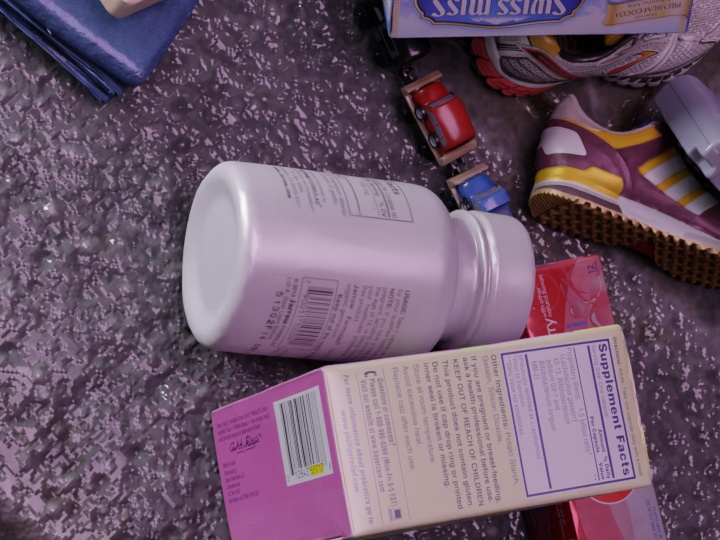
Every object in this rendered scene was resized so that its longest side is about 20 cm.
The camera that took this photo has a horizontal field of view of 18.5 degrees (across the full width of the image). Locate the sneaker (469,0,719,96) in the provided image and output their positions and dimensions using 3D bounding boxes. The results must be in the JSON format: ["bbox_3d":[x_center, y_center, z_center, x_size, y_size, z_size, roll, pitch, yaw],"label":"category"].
[{"bbox_3d":[0.177,-0.163,1.493,0.199,0.082,0.078,-16,86,-28],"label":"sneaker"}]

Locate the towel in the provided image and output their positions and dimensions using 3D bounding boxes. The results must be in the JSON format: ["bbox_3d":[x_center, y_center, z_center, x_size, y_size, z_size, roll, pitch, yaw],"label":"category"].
[{"bbox_3d":[-0.193,-0.203,1.348,0.200,0.048,0.112,39,63,-11],"label":"towel"}]

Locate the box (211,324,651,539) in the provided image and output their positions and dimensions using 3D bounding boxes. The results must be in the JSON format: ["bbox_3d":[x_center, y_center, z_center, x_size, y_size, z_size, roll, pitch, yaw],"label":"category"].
[{"bbox_3d":[0.038,0.104,1.315,0.199,0.176,0.097,-6,81,-26],"label":"box"}]

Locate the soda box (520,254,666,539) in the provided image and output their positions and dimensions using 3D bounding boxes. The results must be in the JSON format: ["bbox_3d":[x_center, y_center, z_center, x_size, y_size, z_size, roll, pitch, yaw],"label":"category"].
[{"bbox_3d":[0.135,0.096,1.425,0.070,0.063,0.201,-10,83,-26],"label":"soda box"}]

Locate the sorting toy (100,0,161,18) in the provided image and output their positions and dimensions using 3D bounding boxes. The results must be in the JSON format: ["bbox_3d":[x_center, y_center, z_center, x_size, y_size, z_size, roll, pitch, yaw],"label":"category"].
[{"bbox_3d":[-0.119,-0.283,1.354,0.198,0.070,0.201,-31,86,-40],"label":"sorting toy"}]

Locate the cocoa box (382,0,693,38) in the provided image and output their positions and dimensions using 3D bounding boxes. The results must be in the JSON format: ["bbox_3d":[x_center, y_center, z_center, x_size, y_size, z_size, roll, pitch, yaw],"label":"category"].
[{"bbox_3d":[0.110,-0.237,1.399,0.198,0.132,0.134,-2,43,-7],"label":"cocoa box"}]

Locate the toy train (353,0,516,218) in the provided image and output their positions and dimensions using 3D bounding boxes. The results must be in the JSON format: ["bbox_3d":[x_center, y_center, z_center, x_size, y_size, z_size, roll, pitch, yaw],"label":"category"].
[{"bbox_3d":[0.054,-0.096,1.440,0.034,0.046,0.201,-26,90,-27],"label":"toy train"}]

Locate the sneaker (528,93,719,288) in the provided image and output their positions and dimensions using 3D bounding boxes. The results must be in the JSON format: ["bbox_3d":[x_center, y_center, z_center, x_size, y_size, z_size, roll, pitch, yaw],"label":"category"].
[{"bbox_3d":[0.210,-0.053,1.489,0.199,0.075,0.091,21,71,-21],"label":"sneaker"}]

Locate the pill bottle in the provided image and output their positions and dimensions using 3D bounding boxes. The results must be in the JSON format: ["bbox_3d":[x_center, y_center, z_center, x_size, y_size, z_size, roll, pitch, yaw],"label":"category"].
[{"bbox_3d":[0.000,0.000,1.355,0.199,0.114,0.115,6,76,-23],"label":"pill bottle"}]

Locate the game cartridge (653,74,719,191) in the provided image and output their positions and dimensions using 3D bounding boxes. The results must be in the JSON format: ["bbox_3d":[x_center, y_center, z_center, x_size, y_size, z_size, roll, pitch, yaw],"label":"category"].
[{"bbox_3d":[0.280,-0.045,1.487,0.041,0.133,0.200,-40,115,17],"label":"game cartridge"}]
